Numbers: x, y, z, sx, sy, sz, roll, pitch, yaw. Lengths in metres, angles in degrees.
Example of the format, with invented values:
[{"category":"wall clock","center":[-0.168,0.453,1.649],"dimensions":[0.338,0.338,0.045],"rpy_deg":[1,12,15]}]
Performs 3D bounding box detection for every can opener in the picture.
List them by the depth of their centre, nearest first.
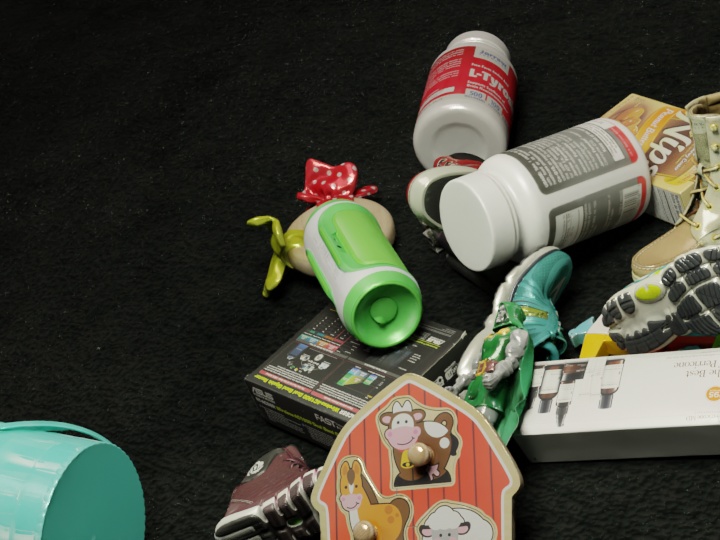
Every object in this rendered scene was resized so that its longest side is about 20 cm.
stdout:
[{"category":"can opener","center":[0.121,-0.033,1.746],"dimensions":[0.067,0.054,0.200],"rpy_deg":[-34,33,-12]}]

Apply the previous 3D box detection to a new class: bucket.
[{"category":"bucket","center":[-0.301,0.241,1.502],"dimensions":[0.134,0.208,0.208],"rpy_deg":[3,40,24]}]

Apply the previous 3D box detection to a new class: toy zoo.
[{"category":"toy zoo","center":[0.285,0.067,1.509],"dimensions":[0.199,0.021,0.131],"rpy_deg":[-1,39,35]}]

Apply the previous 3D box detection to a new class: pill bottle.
[{"category":"pill bottle","center":[0.187,-0.076,1.648],"dimensions":[0.199,0.115,0.114],"rpy_deg":[-20,27,-26]},{"category":"pill bottle","center":[0.130,-0.201,1.932],"dimensions":[0.112,0.113,0.201],"rpy_deg":[-12,34,20]}]

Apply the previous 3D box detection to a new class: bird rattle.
[{"category":"bird rattle","center":[-0.032,-0.041,1.863],"dimensions":[0.162,0.113,0.200],"rpy_deg":[20,39,35]}]

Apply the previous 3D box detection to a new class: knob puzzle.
[{"category":"knob puzzle","center":[0.042,0.186,1.382],"dimensions":[0.218,0.030,0.221],"rpy_deg":[-7,74,25]}]

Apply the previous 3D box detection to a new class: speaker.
[{"category":"speaker","center":[0.000,0.000,1.632],"dimensions":[0.088,0.089,0.200],"rpy_deg":[-26,30,-2]}]

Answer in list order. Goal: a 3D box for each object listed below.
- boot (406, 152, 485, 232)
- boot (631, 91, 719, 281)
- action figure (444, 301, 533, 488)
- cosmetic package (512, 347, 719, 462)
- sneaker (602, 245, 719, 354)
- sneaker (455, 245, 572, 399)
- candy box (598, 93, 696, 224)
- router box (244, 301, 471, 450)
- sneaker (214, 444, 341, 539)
[{"category":"boot","center":[0.096,-0.091,1.751],"dimensions":[0.199,0.073,0.144],"rpy_deg":[1,19,-43]},{"category":"boot","center":[0.334,-0.084,1.567],"dimensions":[0.199,0.155,0.072],"rpy_deg":[-28,29,-8]},{"category":"action figure","center":[0.113,0.114,1.456],"dimensions":[0.118,0.055,0.201],"rpy_deg":[-26,36,51]},{"category":"cosmetic package","center":[0.237,0.119,1.419],"dimensions":[0.199,0.051,0.083],"rpy_deg":[-7,50,31]},{"category":"sneaker","center":[0.300,0.011,1.440],"dimensions":[0.080,0.078,0.200],"rpy_deg":[-37,10,-38]},{"category":"sneaker","center":[0.165,0.063,1.565],"dimensions":[0.079,0.078,0.201],"rpy_deg":[10,54,31]},{"category":"candy box","center":[0.321,-0.119,1.727],"dimensions":[0.115,0.055,0.200],"rpy_deg":[-38,32,-16]},{"category":"router box","center":[0.003,0.108,1.609],"dimensions":[0.150,0.062,0.199],"rpy_deg":[-40,34,-26]},{"category":"sneaker","center":[-0.042,0.192,1.507],"dimensions":[0.199,0.076,0.116],"rpy_deg":[-19,29,12]}]
